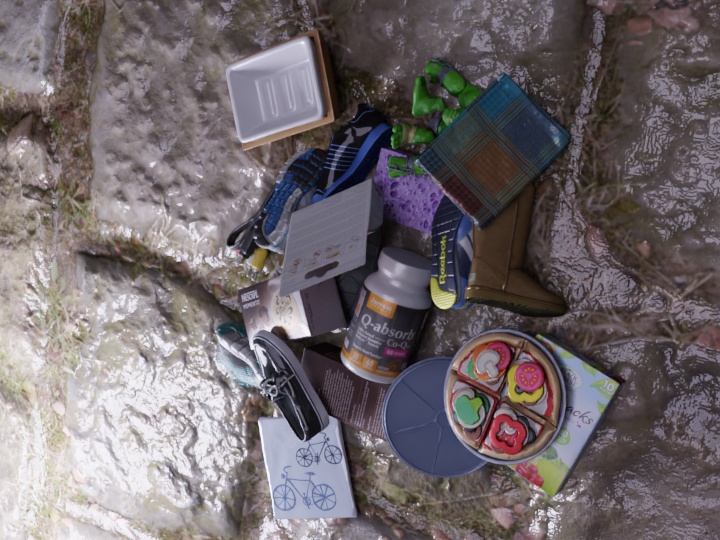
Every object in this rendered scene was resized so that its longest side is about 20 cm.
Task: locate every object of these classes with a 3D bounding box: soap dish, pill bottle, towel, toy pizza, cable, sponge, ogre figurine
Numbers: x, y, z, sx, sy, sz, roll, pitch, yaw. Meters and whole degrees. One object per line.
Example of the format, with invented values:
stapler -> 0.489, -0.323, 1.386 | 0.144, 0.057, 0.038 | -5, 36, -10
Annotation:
soap dish -> -0.130, -0.307, 1.529 | 0.199, 0.081, 0.158 | -12, 88, 32
pill bottle -> 0.048, 0.072, 1.438 | 0.116, 0.116, 0.201 | 26, 108, 27
towel -> 0.196, -0.177, 1.297 | 0.147, 0.022, 0.200 | 45, 79, 2
toy pizza -> 0.209, 0.188, 1.323 | 0.200, 0.032, 0.201 | -3, 84, 34
cable -> -0.178, -0.085, 1.617 | 0.097, 0.050, 0.200 | 38, 101, 39
sponge -> 0.110, -0.118, 1.431 | 0.199, 0.030, 0.112 | 22, 107, 28
ogre figurine -> 0.126, -0.228, 1.372 | 0.119, 0.200, 0.098 | 17, 148, 18
toy pizza -> 0.134, 0.234, 1.423 | 0.199, 0.032, 0.201 | 1, 99, 5

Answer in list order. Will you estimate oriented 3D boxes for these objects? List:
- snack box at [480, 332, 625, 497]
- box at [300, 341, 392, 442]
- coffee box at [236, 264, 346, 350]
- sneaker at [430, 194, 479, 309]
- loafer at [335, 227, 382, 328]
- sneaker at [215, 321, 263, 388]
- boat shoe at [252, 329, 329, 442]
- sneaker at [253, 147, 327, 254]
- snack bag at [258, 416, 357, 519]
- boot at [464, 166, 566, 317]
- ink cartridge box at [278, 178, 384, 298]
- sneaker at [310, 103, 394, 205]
snack box -> 0.284, 0.215, 1.336 | 0.142, 0.053, 0.201 | 32, 104, 23
box -> -0.009, 0.204, 1.512 | 0.199, 0.075, 0.101 | 20, 106, 27
coffee box -> -0.122, 0.064, 1.526 | 0.200, 0.080, 0.114 | -17, 87, 52
sneaker -> 0.158, -0.036, 1.360 | 0.074, 0.082, 0.201 | -8, 74, 58
loafer -> 0.000, 0.000, 1.502 | 0.072, 0.063, 0.201 | 17, 109, 4
sneaker -> -0.195, 0.183, 1.635 | 0.200, 0.077, 0.091 | 41, 129, 25
boat shoe -> -0.133, 0.196, 1.491 | 0.074, 0.068, 0.200 | -27, 93, 51
sneaker -> -0.111, -0.118, 1.545 | 0.075, 0.087, 0.200 | 28, 85, 32
snack bag -> -0.100, 0.354, 1.612 | 0.188, 0.021, 0.201 | -11, 89, 31
boot -> 0.241, -0.040, 1.325 | 0.066, 0.175, 0.201 | -17, 61, 64
ink cartridge box -> -0.042, -0.042, 1.400 | 0.162, 0.050, 0.201 | -22, 41, 23
sneaker -> -0.027, -0.187, 1.490 | 0.200, 0.070, 0.078 | -49, 67, 19
